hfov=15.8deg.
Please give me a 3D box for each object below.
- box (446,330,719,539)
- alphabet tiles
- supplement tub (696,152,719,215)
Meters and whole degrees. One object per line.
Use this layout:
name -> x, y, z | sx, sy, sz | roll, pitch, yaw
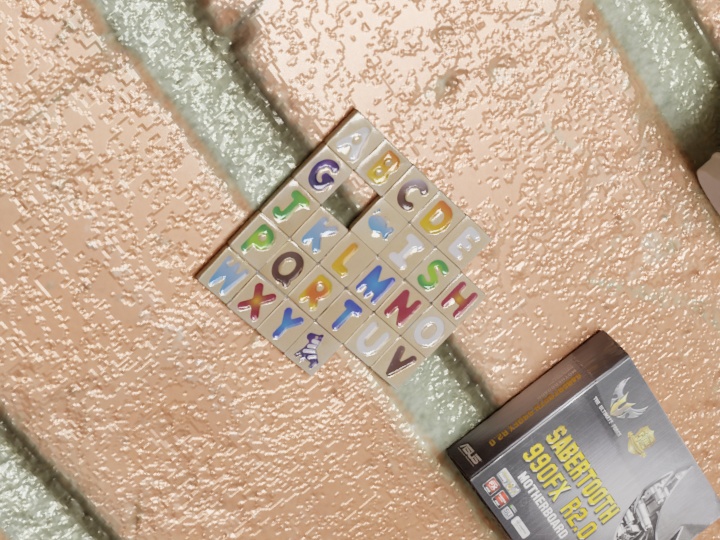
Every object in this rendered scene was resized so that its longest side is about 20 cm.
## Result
box -> 0.181, 0.168, 2.050 | 0.158, 0.048, 0.200 | -37, 126, -3
alphabet tiles -> 0.000, 0.000, 1.898 | 0.167, 0.008, 0.200 | -46, 125, 3
supplement tub -> 0.367, -0.091, 1.941 | 0.200, 0.145, 0.146 | -40, 126, -2
